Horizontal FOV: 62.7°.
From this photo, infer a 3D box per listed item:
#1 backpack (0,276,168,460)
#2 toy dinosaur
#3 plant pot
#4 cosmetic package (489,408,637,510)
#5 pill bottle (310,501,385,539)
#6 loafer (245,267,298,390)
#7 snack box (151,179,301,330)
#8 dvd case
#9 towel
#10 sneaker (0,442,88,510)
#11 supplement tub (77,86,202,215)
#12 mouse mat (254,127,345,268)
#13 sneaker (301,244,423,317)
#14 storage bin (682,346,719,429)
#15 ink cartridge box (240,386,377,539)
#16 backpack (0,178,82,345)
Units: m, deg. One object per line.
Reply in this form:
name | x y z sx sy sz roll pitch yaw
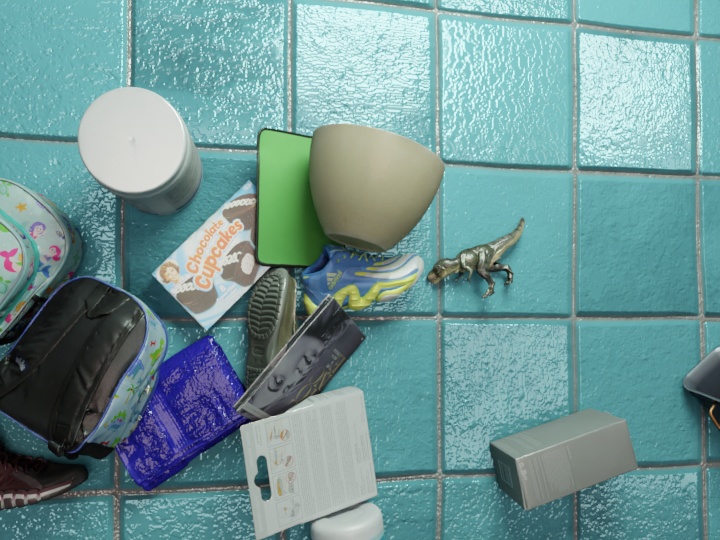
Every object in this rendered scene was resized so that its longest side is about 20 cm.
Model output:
backpack | -0.356 0.122 0.784 0.181 0.147 0.202 26 76 13
toy dinosaur | 0.208 -0.009 0.961 0.197 0.047 0.089 -26 86 -14
plant pot | 0.009 -0.104 0.845 0.197 0.200 0.137 17 83 -9
cosmetic package | 0.319 0.293 0.938 0.196 0.107 0.092 -12 90 -9
pill bottle | -0.011 0.456 0.866 0.109 0.111 0.204 -6 89 -11
loafer | -0.126 0.097 0.884 0.069 0.074 0.204 6 94 -51
snack box | -0.198 -0.023 0.887 0.116 0.037 0.200 45 81 -7
dvd case | -0.080 0.144 0.859 0.016 0.149 0.201 35 79 32
towel | -0.266 0.207 0.860 0.198 0.050 0.149 -33 95 -10
sneaker | -0.482 0.260 0.806 0.196 0.076 0.118 -9 86 -10
supplement tub | -0.285 -0.150 0.794 0.129 0.200 0.135 0 87 -10
mouse mat | -0.087 -0.105 0.894 0.159 0.007 0.204 3 85 -37
sneaker | 0.000 0.000 0.889 0.197 0.076 0.106 -26 118 -11
storage bin | 0.656 0.233 0.965 0.145 0.200 0.135 -37 104 -10
ink cartridge box | -0.076 0.274 0.865 0.197 0.057 0.166 -9 92 -25
backpack | -0.484 -0.019 0.784 0.177 0.150 0.201 42 77 -5
